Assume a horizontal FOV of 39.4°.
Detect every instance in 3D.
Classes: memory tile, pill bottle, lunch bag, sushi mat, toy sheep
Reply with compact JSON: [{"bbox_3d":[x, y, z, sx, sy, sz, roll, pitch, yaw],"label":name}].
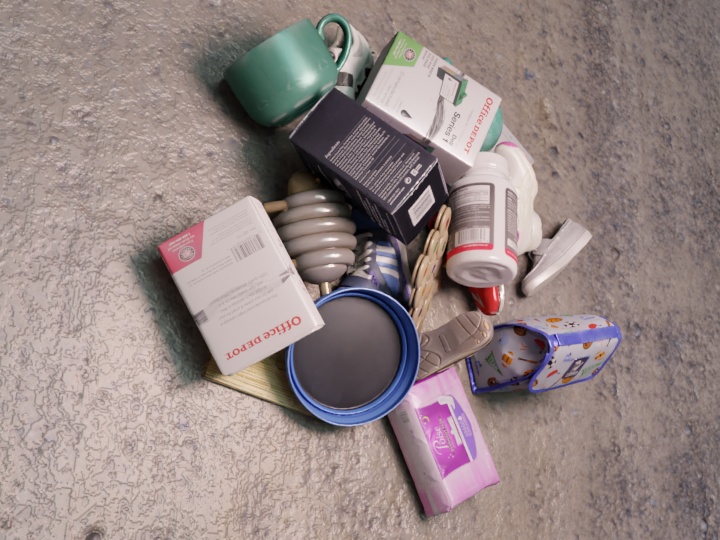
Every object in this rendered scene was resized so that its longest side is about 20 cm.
[{"bbox_3d":[0.103,0.011,1.534,0.017,0.200,0.153,18,54,12],"label":"memory tile"},{"bbox_3d":[0.194,-0.083,1.593,0.111,0.111,0.200,19,62,-29],"label":"pill bottle"},{"bbox_3d":[0.292,0.131,1.609,0.170,0.200,0.124,-5,78,-36],"label":"lunch bag"},{"bbox_3d":[-0.127,0.139,1.434,0.200,0.012,0.096,24,63,-26],"label":"sushi mat"},{"bbox_3d":[-0.070,-0.048,1.466,0.138,0.138,0.200,-7,84,-36],"label":"toy sheep"}]

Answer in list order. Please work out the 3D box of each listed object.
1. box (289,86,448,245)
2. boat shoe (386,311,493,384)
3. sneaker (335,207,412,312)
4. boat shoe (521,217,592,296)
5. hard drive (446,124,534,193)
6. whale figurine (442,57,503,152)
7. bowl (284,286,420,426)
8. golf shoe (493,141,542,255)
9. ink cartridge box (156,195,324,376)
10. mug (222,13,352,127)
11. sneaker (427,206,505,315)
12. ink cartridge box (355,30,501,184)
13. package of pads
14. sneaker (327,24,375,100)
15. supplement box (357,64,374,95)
[{"bbox_3d":[0.014,-0.149,1.456,0.200,0.148,0.104,38,84,18],"label":"box"},{"bbox_3d":[0.110,0.128,1.522,0.073,0.200,0.075,54,17,-66],"label":"boat shoe"},{"bbox_3d":[0.000,0.000,1.522,0.146,0.081,0.200,-24,96,-43],"label":"sneaker"},{"bbox_3d":[0.335,-0.029,1.777,0.069,0.072,0.200,43,60,10],"label":"boat shoe"},{"bbox_3d":[0.217,-0.179,1.766,0.132,0.027,0.200,48,55,-12],"label":"hard drive"},{"bbox_3d":[0.166,-0.288,1.710,0.159,0.104,0.200,-15,70,-24],"label":"whale figurine"},{"bbox_3d":[-0.013,0.121,1.439,0.201,0.039,0.201,-3,98,-19],"label":"bowl"},{"bbox_3d":[0.254,-0.117,1.708,0.092,0.075,0.200,-28,110,-41],"label":"golf shoe"},{"bbox_3d":[-0.159,0.023,1.354,0.146,0.083,0.200,-28,86,4],"label":"ink cartridge box"},{"bbox_3d":[-0.098,-0.291,1.488,0.114,0.185,0.152,58,29,-8],"label":"mug"},{"bbox_3d":[0.167,-0.010,1.656,0.085,0.077,0.200,-16,74,-32],"label":"sneaker"},{"bbox_3d":[0.102,-0.251,1.562,0.200,0.084,0.146,30,66,-12],"label":"ink cartridge box"},{"bbox_3d":[0.121,0.258,1.526,0.120,0.076,0.200,-20,87,-40],"label":"package of pads"},{"bbox_3d":[-0.042,-0.302,1.580,0.089,0.074,0.200,49,48,-47],"label":"sneaker"},{"bbox_3d":[0.029,-0.220,1.628,0.109,0.061,0.200,24,62,-24],"label":"supplement box"}]
